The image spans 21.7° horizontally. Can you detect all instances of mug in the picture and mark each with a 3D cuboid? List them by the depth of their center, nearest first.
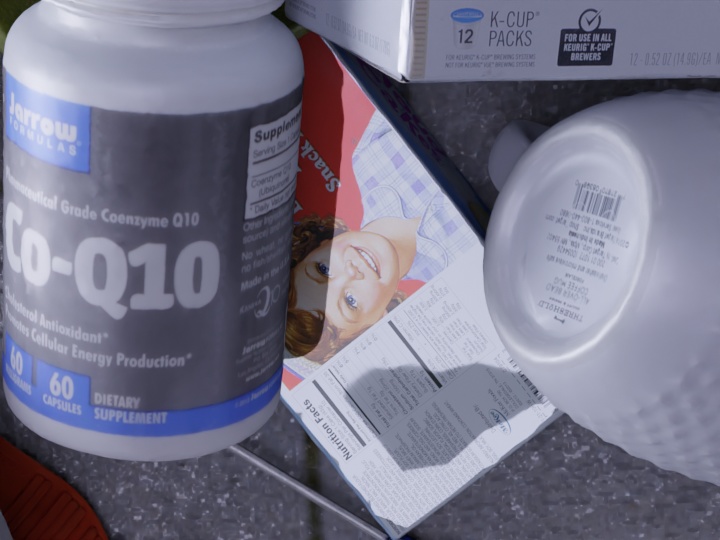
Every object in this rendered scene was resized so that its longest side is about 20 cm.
[{"bbox_3d":[0.128,-0.005,0.733,0.174,0.200,0.149,14,109,-36],"label":"mug"}]

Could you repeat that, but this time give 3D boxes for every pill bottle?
[{"bbox_3d":[-0.079,-0.041,0.712,0.112,0.114,0.202,7,113,5],"label":"pill bottle"}]

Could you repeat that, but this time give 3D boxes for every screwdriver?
[{"bbox_3d":[-0.003,0.115,0.852,0.199,0.029,0.028,31,102,-5],"label":"screwdriver"}]

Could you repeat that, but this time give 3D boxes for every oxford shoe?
[{"bbox_3d":[-0.177,0.122,0.868,0.072,0.071,0.201,-31,97,37],"label":"oxford shoe"}]

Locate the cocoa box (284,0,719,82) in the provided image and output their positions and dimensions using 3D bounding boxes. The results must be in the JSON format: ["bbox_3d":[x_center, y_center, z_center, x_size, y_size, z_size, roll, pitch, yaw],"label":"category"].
[{"bbox_3d":[0.086,-0.146,0.686,0.198,0.133,0.133,-2,107,-20],"label":"cocoa box"}]

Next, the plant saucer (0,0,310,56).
[{"bbox_3d":[-0.082,-0.176,0.741,0.199,0.048,0.201,-33,114,7],"label":"plant saucer"}]

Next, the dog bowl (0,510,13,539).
[{"bbox_3d":[-0.244,0.133,0.831,0.198,0.059,0.202,13,119,24],"label":"dog bowl"}]

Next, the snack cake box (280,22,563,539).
[{"bbox_3d":[0.000,0.000,0.816,0.115,0.067,0.201,-37,94,13],"label":"snack cake box"}]
